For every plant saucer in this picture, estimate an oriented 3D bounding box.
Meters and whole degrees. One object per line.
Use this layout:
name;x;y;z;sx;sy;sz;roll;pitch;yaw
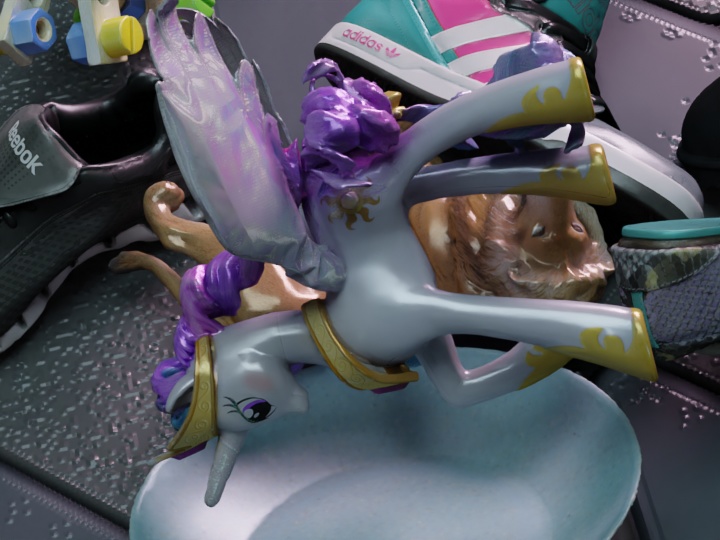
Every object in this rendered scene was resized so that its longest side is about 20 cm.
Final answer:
plant saucer;0.012;0.098;0.970;0.201;0.039;0.201;-9;30;5

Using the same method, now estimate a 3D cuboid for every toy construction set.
toy construction set;-0.112;-0.188;1.151;0.092;0.131;0.200;11;93;34

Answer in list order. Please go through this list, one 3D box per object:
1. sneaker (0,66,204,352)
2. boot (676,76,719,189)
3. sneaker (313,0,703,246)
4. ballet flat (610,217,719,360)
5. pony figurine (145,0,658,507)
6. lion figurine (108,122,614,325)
sneaker;-0.147;-0.026;1.076;0.200;0.091;0.066;-33;56;-15
boot;0.192;-0.123;1.017;0.198;0.162;0.073;-8;27;42
sneaker;0.090;-0.093;1.102;0.200;0.084;0.121;30;73;27
ballet flat;0.184;0.000;1.022;0.200;0.072;0.072;-12;49;-34
pony figurine;-0.004;-0.020;0.949;0.200;0.167;0.193;-13;94;7
lion figurine;0.000;0.000;1.053;0.200;0.072;0.123;-22;51;-1
